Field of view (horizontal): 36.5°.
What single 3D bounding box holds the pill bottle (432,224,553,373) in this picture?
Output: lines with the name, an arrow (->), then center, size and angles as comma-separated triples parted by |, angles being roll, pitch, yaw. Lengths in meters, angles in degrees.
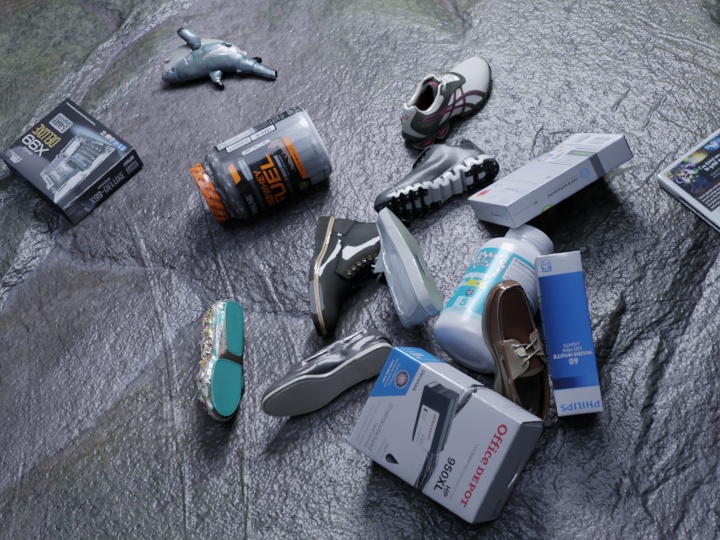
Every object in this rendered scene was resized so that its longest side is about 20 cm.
pill bottle -> 0.190, 0.033, 1.490 | 0.111, 0.111, 0.200 | 21, 63, 25

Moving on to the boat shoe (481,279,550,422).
boat shoe -> 0.207, 0.108, 1.385 | 0.076, 0.200, 0.072 | -21, 22, -21

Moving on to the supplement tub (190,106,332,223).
supplement tub -> -0.155, -0.160, 1.698 | 0.200, 0.123, 0.123 | -28, 55, -5

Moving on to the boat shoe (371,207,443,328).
boat shoe -> 0.050, -0.004, 1.526 | 0.071, 0.070, 0.201 | -35, 48, 15

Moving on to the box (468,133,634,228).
box -> 0.270, -0.132, 1.570 | 0.200, 0.041, 0.156 | -30, 13, -9

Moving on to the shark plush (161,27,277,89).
shark plush -> -0.244, -0.353, 1.910 | 0.200, 0.091, 0.083 | 13, 79, -2

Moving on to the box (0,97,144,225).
box -> -0.489, -0.187, 1.842 | 0.158, 0.050, 0.200 | -44, 58, -16

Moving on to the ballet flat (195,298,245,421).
ballet flat -> -0.202, 0.133, 1.556 | 0.064, 0.076, 0.200 | -27, 43, 33

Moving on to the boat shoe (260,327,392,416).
boat shoe -> -0.049, 0.140, 1.510 | 0.200, 0.067, 0.057 | -24, 38, -9

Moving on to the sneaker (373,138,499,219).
sneaker -> 0.105, -0.142, 1.660 | 0.200, 0.067, 0.091 | -24, 51, -7

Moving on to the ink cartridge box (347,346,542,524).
ink cartridge box -> 0.106, 0.205, 1.377 | 0.200, 0.084, 0.145 | 29, 98, 28

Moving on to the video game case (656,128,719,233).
video game case -> 0.562, -0.135, 1.566 | 0.200, 0.023, 0.182 | -36, 56, -10

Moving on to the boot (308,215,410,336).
boot -> 0.000, 0.000, 1.585 | 0.138, 0.078, 0.200 | -1, 57, 8

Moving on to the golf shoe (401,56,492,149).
golf shoe -> 0.139, -0.281, 1.730 | 0.077, 0.088, 0.200 | 28, 66, 30

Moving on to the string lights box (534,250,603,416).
string lights box -> 0.264, 0.081, 1.393 | 0.059, 0.103, 0.200 | -8, 85, 8

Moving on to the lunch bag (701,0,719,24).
lunch bag -> 0.644, -0.432, 1.674 | 0.200, 0.139, 0.168 | -27, 54, -4
